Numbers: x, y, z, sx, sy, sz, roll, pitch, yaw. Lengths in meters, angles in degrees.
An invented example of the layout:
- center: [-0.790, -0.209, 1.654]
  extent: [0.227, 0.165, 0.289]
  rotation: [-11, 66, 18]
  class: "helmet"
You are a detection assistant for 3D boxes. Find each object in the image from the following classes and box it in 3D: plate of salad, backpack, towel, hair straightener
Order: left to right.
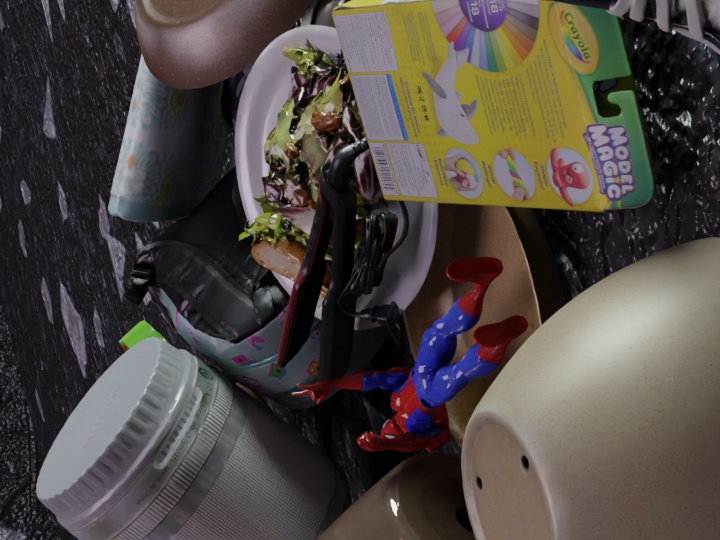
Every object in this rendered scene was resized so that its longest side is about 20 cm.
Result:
- center: [-0.147, -0.129, 1.242]
  extent: [0.200, 0.048, 0.173]
  rotation: [-31, -48, -79]
  class: "towel"
- center: [-0.069, 0.010, 1.151]
  extent: [0.126, 0.167, 0.200]
  rotation: [41, 180, -35]
  class: "backpack"
- center: [-0.027, -0.057, 0.984]
  extent: [0.199, 0.048, 0.202]
  rotation: [20, 117, 45]
  class: "plate of salad"
- center: [0.000, 0.000, 0.944]
  extent: [0.077, 0.041, 0.201]
  rotation: [29, 129, 16]
  class: "hair straightener"

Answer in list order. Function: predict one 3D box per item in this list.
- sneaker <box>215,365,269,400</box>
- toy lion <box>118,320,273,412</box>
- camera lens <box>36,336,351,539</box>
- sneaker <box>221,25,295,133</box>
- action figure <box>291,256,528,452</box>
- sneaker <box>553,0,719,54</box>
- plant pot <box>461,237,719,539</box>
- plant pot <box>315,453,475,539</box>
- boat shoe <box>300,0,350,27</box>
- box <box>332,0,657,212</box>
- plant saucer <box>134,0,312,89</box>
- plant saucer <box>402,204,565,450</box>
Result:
- center: [-0.103, 0.046, 1.348]
  extent: [0.199, 0.080, 0.116]
  rotation: [128, 125, -65]
  class: "sneaker"
- center: [-0.127, 0.133, 1.320]
  extent: [0.191, 0.069, 0.200]
  rotation: [33, 161, 47]
  class: "toy lion"
- center: [-0.118, 0.166, 1.126]
  extent: [0.200, 0.160, 0.160]
  rotation: [40, 169, -19]
  class: "camera lens"
- center: [-0.068, -0.158, 1.158]
  extent: [0.200, 0.075, 0.115]
  rotation: [-150, 49, -66]
  class: "sneaker"
- center: [0.023, 0.068, 0.919]
  extent: [0.200, 0.098, 0.066]
  rotation: [111, 143, -59]
  class: "action figure"
- center: [0.120, -0.122, 0.617]
  extent: [0.080, 0.129, 0.200]
  rotation: [108, 144, -53]
  class: "sneaker"
- center: [0.126, 0.095, 0.707]
  extent: [0.200, 0.133, 0.202]
  rotation: [168, 90, -68]
  class: "plant pot"
- center: [0.036, 0.217, 0.969]
  extent: [0.175, 0.199, 0.201]
  rotation: [-61, 41, 32]
  class: "plant pot"
- center: [-0.001, -0.091, 1.042]
  extent: [0.059, 0.072, 0.202]
  rotation: [-2, 98, 24]
  class: "boat shoe"
- center: [0.074, -0.094, 0.788]
  extent: [0.199, 0.048, 0.118]
  rotation: [9, 121, 53]
  class: "box"
- center: [-0.096, -0.225, 1.077]
  extent: [0.199, 0.037, 0.202]
  rotation: [-22, 52, 31]
  class: "plant saucer"
- center: [0.078, 0.020, 0.930]
  extent: [0.200, 0.035, 0.202]
  rotation: [169, 90, -70]
  class: "plant saucer"
